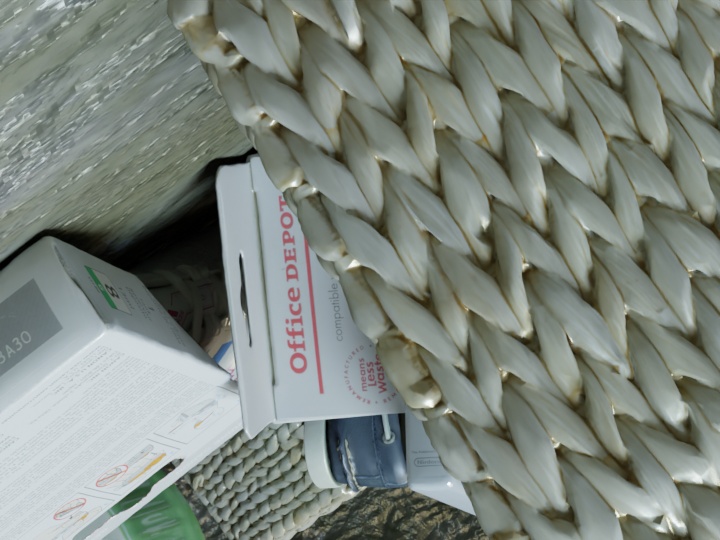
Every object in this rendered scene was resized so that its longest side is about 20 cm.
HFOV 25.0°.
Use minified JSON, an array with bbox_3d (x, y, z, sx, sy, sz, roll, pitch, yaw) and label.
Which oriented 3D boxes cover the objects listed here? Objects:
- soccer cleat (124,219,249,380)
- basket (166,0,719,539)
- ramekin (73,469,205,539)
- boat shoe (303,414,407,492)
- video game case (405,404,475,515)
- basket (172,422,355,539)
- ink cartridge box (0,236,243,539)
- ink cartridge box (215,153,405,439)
[{"bbox_3d":[-0.080,0.024,0.731,0.199,0.070,0.086,-34,177,-36],"label":"soccer cleat"},{"bbox_3d":[0.066,-0.028,0.456,0.160,0.200,0.200,-32,178,0],"label":"basket"},{"bbox_3d":[-0.202,0.208,1.040,0.199,0.201,0.098,-37,170,9],"label":"ramekin"},{"bbox_3d":[0.013,0.022,0.884,0.061,0.202,0.075,0,149,17],"label":"boat shoe"},{"bbox_3d":[0.049,0.015,0.737,0.023,0.185,0.200,-4,167,13],"label":"video game case"},{"bbox_3d":[-0.029,0.075,1.165,0.197,0.162,0.200,-33,174,-36],"label":"basket"},{"bbox_3d":[-0.131,0.069,0.639,0.160,0.050,0.200,-38,164,5],"label":"ink cartridge box"},{"bbox_3d":[0.000,0.000,0.732,0.067,0.117,0.200,-5,-174,14],"label":"ink cartridge box"}]
